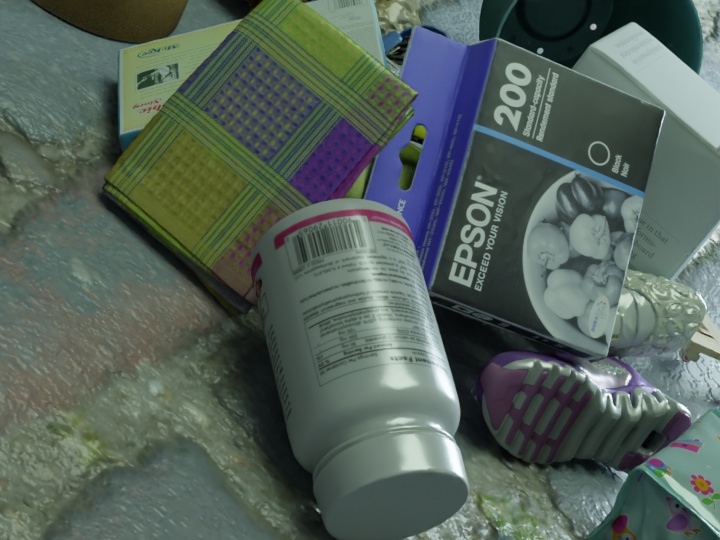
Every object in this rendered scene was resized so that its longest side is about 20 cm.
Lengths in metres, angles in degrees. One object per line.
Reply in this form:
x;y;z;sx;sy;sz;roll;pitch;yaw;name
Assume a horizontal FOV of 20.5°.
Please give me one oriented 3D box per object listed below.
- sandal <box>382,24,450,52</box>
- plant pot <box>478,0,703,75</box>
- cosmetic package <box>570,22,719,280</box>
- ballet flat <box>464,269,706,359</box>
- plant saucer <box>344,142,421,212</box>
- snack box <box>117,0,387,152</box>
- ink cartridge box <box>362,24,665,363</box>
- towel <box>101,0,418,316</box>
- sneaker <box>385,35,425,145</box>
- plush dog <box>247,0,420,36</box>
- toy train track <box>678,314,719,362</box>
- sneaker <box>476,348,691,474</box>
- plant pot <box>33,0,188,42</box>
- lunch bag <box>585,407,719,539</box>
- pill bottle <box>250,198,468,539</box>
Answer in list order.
0.010;-0.169;1.677;0.199;0.087;0.080;-10;55;-50;sandal
0.199;-0.223;1.856;0.199;0.202;0.161;24;18;-21;plant pot
0.205;-0.065;1.604;0.165;0.201;0.165;40;22;6;cosmetic package
0.161;0.032;1.516;0.198;0.072;0.072;9;28;11;ballet flat
-0.020;-0.090;1.507;0.198;0.031;0.200;17;13;-4;plant saucer
-0.079;-0.141;1.463;0.198;0.037;0.117;-13;38;3;snack box
0.107;-0.059;1.434;0.198;0.043;0.200;19;74;-13;ink cartridge box
-0.071;-0.085;1.389;0.143;0.200;0.023;38;-6;10;towel
0.028;-0.153;1.583;0.077;0.086;0.200;21;4;18;sneaker
-0.047;-0.279;1.734;0.170;0.161;0.201;-17;56;-27;plush dog
0.335;0.093;1.713;0.199;0.033;0.115;22;25;-35;toy train track
0.153;0.092;1.479;0.199;0.081;0.089;16;28;-40;sneaker
-0.180;-0.317;1.567;0.185;0.201;0.187;25;31;-17;plant pot
0.271;0.211;1.386;0.200;0.123;0.170;39;28;16;lunch bag
0.001;0.065;1.288;0.113;0.113;0.202;12;50;-36;pill bottle
